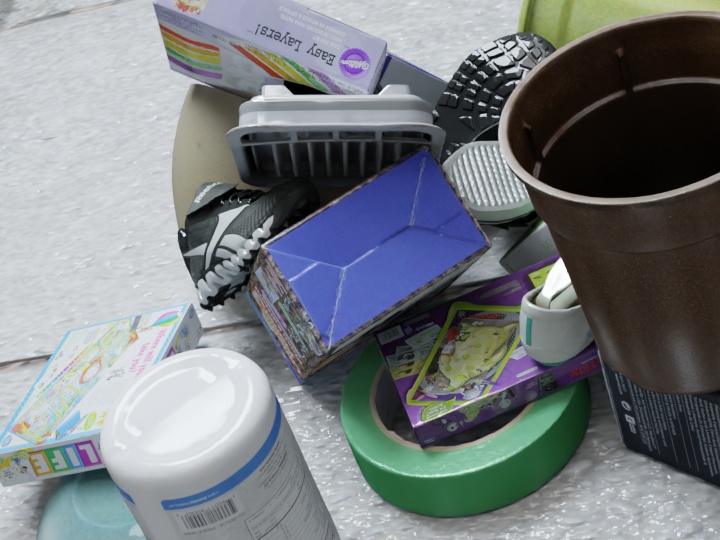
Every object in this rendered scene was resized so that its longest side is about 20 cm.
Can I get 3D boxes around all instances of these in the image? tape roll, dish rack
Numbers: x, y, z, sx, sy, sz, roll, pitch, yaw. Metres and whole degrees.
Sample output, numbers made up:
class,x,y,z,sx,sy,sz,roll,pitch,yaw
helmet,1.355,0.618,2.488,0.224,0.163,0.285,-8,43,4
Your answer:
class,x,y,z,sx,sy,sz,roll,pitch,yaw
tape roll,0.083,0.104,1.270,0.198,0.049,0.202,-13,39,10
dish rack,-0.019,-0.108,1.287,0.169,0.200,0.044,-1,79,0

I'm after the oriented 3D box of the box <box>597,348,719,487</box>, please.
class,x,y,z,sx,sy,sz,roll,pitch,yaw
box,0.300,0.077,1.150,0.199,0.108,0.148,21,55,42

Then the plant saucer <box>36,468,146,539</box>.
class,x,y,z,sx,sy,sz,roll,pitch,yaw
plant saucer,-0.184,0.183,1.312,0.198,0.039,0.202,-14,38,11

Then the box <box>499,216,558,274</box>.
class,x,y,z,sx,sy,sz,roll,pitch,yaw
box,0.215,-0.082,1.369,0.200,0.036,0.144,-44,-1,-26

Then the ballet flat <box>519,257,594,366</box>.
class,x,y,z,sx,sy,sz,roll,pitch,yaw
ballet flat,0.196,-0.008,1.215,0.199,0.070,0.069,-40,41,-21

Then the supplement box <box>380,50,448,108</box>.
class,x,y,z,sx,sy,sz,roll,pitch,yaw
supplement box,-0.004,-0.172,1.536,0.200,0.103,0.102,40,106,54

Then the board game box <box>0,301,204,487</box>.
class,x,y,z,sx,sy,sz,roll,pitch,yaw
board game box,-0.227,0.105,1.386,0.133,0.035,0.201,-13,26,19

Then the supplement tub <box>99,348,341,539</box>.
class,x,y,z,sx,sy,sz,roll,pitch,yaw
supplement tub,-0.096,0.169,1.155,0.130,0.201,0.133,-12,39,10

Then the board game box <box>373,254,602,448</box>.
class,x,y,z,sx,sy,sz,roll,pitch,yaw
board game box,0.118,0.055,1.251,0.198,0.033,0.120,-23,35,-1

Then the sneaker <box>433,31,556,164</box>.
class,x,y,z,sx,sy,sz,roll,pitch,yaw
sneaker,0.111,-0.131,1.454,0.200,0.087,0.076,-47,61,15

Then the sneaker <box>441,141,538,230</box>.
class,x,y,z,sx,sy,sz,roll,pitch,yaw
sneaker,0.122,-0.070,1.370,0.079,0.080,0.199,48,41,13

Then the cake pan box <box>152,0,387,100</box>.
class,x,y,z,sx,sy,sz,roll,pitch,yaw
cake pan box,-0.071,-0.180,1.335,0.198,0.184,0.053,22,82,0

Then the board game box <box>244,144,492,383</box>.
class,x,y,z,sx,sy,sz,roll,pitch,yaw
board game box,0.000,0.000,1.305,0.158,0.097,0.200,-32,-5,-13

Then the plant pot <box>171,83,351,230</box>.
class,x,y,z,sx,sy,sz,roll,pitch,yaw
plant pot,-0.096,-0.067,1.471,0.199,0.200,0.136,21,85,41

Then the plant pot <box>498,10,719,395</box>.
class,x,y,z,sx,sy,sz,roll,pitch,yaw
plant pot,0.212,-0.036,1.078,0.198,0.200,0.202,-13,39,10

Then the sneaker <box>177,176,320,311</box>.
class,x,y,z,sx,sy,sz,roll,pitch,yaw
sneaker,-0.105,-0.042,1.336,0.066,0.091,0.200,-28,-7,-37

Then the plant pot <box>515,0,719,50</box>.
class,x,y,z,sx,sy,sz,roll,pitch,yaw
plant pot,0.263,-0.222,1.478,0.182,0.202,0.201,15,49,23
